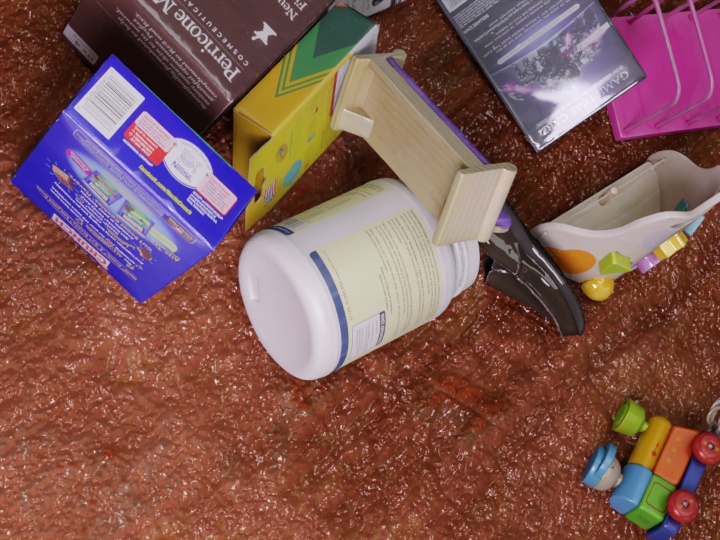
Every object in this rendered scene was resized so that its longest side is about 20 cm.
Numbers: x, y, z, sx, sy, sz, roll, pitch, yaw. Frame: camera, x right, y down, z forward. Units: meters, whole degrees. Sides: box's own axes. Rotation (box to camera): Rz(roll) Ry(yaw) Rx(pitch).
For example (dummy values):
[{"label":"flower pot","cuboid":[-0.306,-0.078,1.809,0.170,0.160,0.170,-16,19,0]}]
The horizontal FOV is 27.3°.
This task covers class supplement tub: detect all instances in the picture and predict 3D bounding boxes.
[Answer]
[{"label":"supplement tub","cuboid":[0.000,0.000,1.403,0.198,0.145,0.147,-25,88,-29]}]

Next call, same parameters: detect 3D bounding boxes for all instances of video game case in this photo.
[{"label":"video game case","cuboid":[0.192,-0.249,1.582,0.142,0.019,0.201,-33,94,16]}]

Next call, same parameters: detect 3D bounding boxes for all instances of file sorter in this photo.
[{"label":"file sorter","cuboid":[0.381,-0.240,1.664,0.198,0.125,0.141,-9,81,-28]}]

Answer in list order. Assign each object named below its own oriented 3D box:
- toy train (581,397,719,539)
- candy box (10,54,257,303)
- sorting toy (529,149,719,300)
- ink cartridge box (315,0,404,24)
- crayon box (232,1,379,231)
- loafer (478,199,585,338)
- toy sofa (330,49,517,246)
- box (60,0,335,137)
[{"label":"toy train","cuboid":[0.317,0.171,1.557,0.115,0.085,0.201,31,65,-1]},{"label":"candy box","cuboid":[-0.202,-0.073,1.291,0.169,0.200,0.077,43,61,-11]},{"label":"sorting toy","cuboid":[0.307,-0.057,1.548,0.199,0.180,0.108,-30,90,-28]},{"label":"ink cartridge box","cuboid":[0.020,-0.349,1.497,0.199,0.147,0.084,-28,48,-28]},{"label":"crayon box","cuboid":[-0.063,-0.147,1.417,0.050,0.128,0.200,33,61,13]},{"label":"loafer","cuboid":[0.159,-0.005,1.534,0.071,0.073,0.201,-37,100,8]},{"label":"toy sofa","cuboid":[0.066,-0.117,1.376,0.097,0.084,0.200,-9,44,-34]},{"label":"box","cuboid":[-0.141,-0.248,1.386,0.166,0.164,0.200,45,62,-8]}]
